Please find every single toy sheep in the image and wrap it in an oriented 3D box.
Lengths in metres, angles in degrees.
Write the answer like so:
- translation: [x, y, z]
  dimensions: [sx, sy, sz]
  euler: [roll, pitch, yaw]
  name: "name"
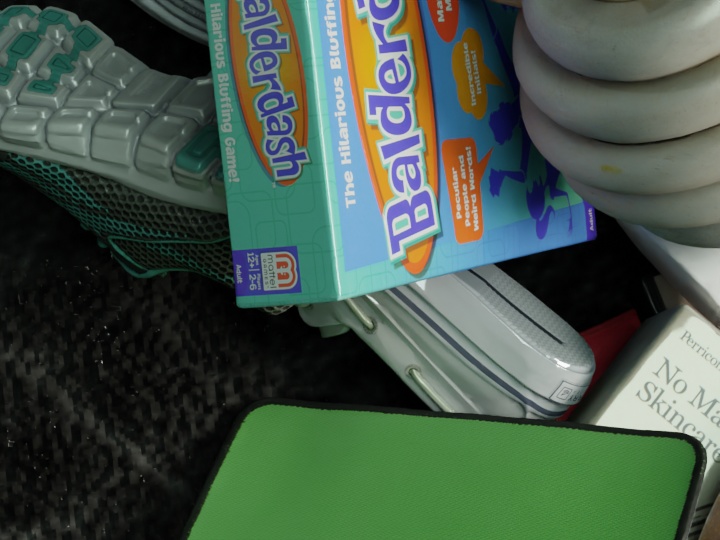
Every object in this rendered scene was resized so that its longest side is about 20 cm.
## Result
- translation: [0.115, -0.074, 0.758]
  dimensions: [0.138, 0.138, 0.200]
  euler: [-57, 135, -18]
  name: "toy sheep"

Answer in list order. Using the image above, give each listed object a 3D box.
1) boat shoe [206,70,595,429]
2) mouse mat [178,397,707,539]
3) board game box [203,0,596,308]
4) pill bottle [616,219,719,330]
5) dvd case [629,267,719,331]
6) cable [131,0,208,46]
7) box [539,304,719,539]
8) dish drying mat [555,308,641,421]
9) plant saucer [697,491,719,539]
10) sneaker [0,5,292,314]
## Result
- translation: [0.000, 0.000, 0.867]
  dimensions: [0.200, 0.074, 0.067]
  euler: [43, 111, 12]
  name: "boat shoe"
- translation: [0.017, 0.114, 0.794]
  dimensions: [0.199, 0.008, 0.161]
  euler: [2, 47, 26]
  name: "mouse mat"
- translation: [0.019, -0.074, 0.781]
  dimensions: [0.200, 0.045, 0.153]
  euler: [-14, 99, -57]
  name: "board game box"
- translation: [0.200, -0.066, 0.877]
  dimensions: [0.200, 0.112, 0.112]
  euler: [-45, 92, 0]
  name: "pill bottle"
- translation: [0.216, 0.071, 0.936]
  dimensions: [0.142, 0.018, 0.201]
  euler: [-21, 85, -18]
  name: "dvd case"
- translation: [-0.029, -0.185, 0.899]
  dimensions: [0.199, 0.069, 0.201]
  euler: [-16, 83, -17]
  name: "cable"
- translation: [0.090, 0.115, 0.850]
  dimensions: [0.082, 0.068, 0.200]
  euler: [38, 81, 1]
  name: "box"
- translation: [0.121, 0.122, 0.901]
  dimensions: [0.077, 0.018, 0.201]
  euler: [-21, 84, -17]
  name: "dish drying mat"
- translation: [0.211, 0.128, 0.854]
  dimensions: [0.200, 0.034, 0.201]
  euler: [-11, 110, -31]
  name: "plant saucer"
- translation: [-0.096, -0.037, 0.835]
  dimensions: [0.199, 0.091, 0.078]
  euler: [21, 47, 24]
  name: "sneaker"
